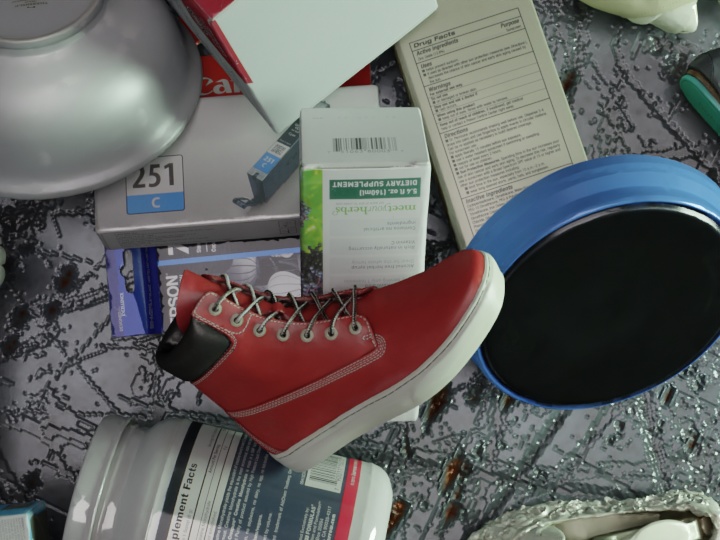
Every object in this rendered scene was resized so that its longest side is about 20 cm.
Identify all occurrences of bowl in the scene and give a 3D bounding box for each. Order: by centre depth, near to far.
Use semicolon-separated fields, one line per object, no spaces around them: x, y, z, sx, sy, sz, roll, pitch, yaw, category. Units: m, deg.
0.160;0.015;0.865;0.199;0.039;0.201;-8;133;-9;bowl
-0.208;-0.151;0.868;0.200;0.091;0.202;-1;53;1;bowl

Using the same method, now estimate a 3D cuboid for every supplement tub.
-0.087;0.179;0.878;0.199;0.140;0.141;13;88;0;supplement tub

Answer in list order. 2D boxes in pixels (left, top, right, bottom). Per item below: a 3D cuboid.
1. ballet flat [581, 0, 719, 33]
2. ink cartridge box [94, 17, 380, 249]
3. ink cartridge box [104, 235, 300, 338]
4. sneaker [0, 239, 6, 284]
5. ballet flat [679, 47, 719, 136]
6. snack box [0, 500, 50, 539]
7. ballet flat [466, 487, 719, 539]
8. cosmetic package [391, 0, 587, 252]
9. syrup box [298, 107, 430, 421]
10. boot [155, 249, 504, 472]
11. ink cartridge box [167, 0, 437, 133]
0.249;-0.204;0.939;0.199;0.069;0.070;-16;88;-2;ballet flat
-0.086;-0.110;0.915;0.199;0.045;0.177;-5;73;-1;ink cartridge box
-0.087;-0.008;0.937;0.199;0.039;0.100;-7;88;0;ink cartridge box
-0.331;-0.017;0.826;0.199;0.090;0.079;1;85;0;sneaker
0.307;-0.077;0.929;0.073;0.073;0.201;-33;86;-2;ballet flat
-0.249;0.255;0.846;0.115;0.037;0.201;-7;93;6;snack box
0.162;0.192;0.918;0.199;0.072;0.072;-14;88;0;ballet flat
0.094;-0.095;0.912;0.105;0.071;0.201;-16;80;2;cosmetic package
0.000;0.000;0.850;0.078;0.082;0.201;-1;123;-3;syrup box
-0.025;0.026;0.778;0.200;0.073;0.144;-37;115;26;boot
-0.073;-0.228;0.861;0.144;0.145;0.200;-39;64;-3;ink cartridge box
